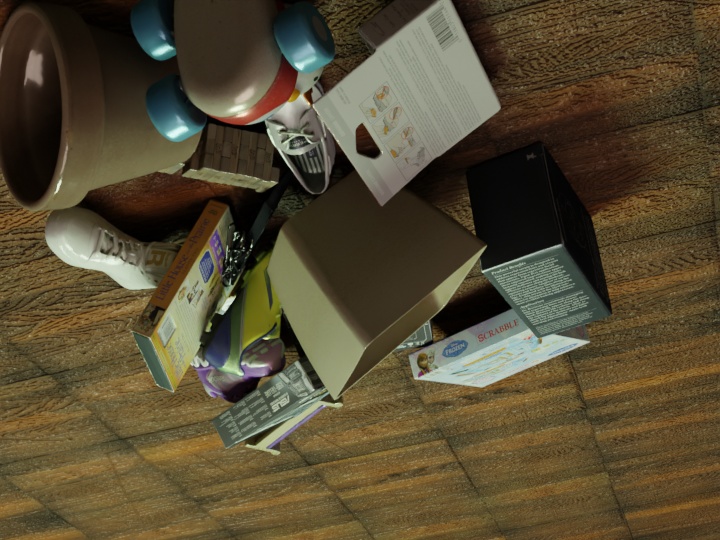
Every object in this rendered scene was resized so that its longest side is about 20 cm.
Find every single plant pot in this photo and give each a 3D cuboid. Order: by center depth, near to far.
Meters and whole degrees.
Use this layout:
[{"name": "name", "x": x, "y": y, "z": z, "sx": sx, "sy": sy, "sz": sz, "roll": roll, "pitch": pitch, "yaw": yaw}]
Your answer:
[{"name": "plant pot", "x": -0.257, "y": -0.162, "z": 1.297, "sx": 0.173, "sy": 0.202, "sz": 0.200, "roll": -3, "pitch": 152, "yaw": -35}, {"name": "plant pot", "x": 0.000, "y": 0.000, "z": 1.529, "sx": 0.199, "sy": 0.177, "sz": 0.200, "roll": -38, "pitch": 170, "yaw": -24}]

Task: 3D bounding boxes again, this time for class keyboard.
[{"name": "keyboard", "x": -0.135, "y": -0.054, "z": 1.557, "sx": 0.039, "sy": 0.105, "sz": 0.200, "roll": 29, "pitch": 145, "yaw": -3}]

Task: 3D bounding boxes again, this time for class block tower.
[{"name": "block tower", "x": -0.190, "y": -0.136, "z": 1.438, "sx": 0.198, "sy": 0.059, "sz": 0.054, "roll": 11, "pitch": 168, "yaw": -23}]

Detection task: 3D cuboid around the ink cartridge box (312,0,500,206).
[{"name": "ink cartridge box", "x": 0.045, "y": -0.185, "z": 1.354, "sx": 0.176, "sy": 0.045, "sz": 0.200, "roll": -38, "pitch": 143, "yaw": 0}]

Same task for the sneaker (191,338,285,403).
[{"name": "sneaker", "x": -0.166, "y": 0.142, "z": 1.799, "sx": 0.080, "sy": 0.089, "sz": 0.199, "roll": -22, "pitch": -169, "yaw": -38}]

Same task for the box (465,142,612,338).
[{"name": "box", "x": 0.222, "y": -0.033, "z": 1.592, "sx": 0.106, "sy": 0.150, "sz": 0.200, "roll": -19, "pitch": 145, "yaw": 20}]

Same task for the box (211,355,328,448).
[{"name": "box", "x": -0.089, "y": 0.165, "z": 1.784, "sx": 0.199, "sy": 0.050, "sz": 0.157, "roll": -36, "pitch": 170, "yaw": 36}]

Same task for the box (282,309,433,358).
[{"name": "box", "x": -0.002, "y": 0.063, "z": 1.803, "sx": 0.198, "sy": 0.049, "sz": 0.159, "roll": -9, "pitch": 147, "yaw": 4}]

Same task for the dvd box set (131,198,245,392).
[{"name": "dvd box set", "x": -0.208, "y": 0.032, "z": 1.592, "sx": 0.029, "sy": 0.201, "sz": 0.147, "roll": 19, "pitch": 153, "yaw": 16}]

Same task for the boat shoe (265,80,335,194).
[{"name": "boat shoe", "x": -0.065, "y": -0.159, "z": 1.423, "sx": 0.073, "sy": 0.067, "sz": 0.200, "roll": -14, "pitch": 147, "yaw": 13}]

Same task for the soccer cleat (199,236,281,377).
[{"name": "soccer cleat", "x": -0.125, "y": 0.044, "z": 1.633, "sx": 0.083, "sy": 0.201, "sz": 0.065, "roll": 32, "pitch": 165, "yaw": 2}]

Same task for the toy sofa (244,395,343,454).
[{"name": "toy sofa", "x": -0.094, "y": 0.209, "z": 1.987, "sx": 0.097, "sy": 0.084, "sz": 0.200, "roll": 16, "pitch": 142, "yaw": -30}]

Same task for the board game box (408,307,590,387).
[{"name": "board game box", "x": 0.204, "y": 0.113, "z": 1.876, "sx": 0.199, "sy": 0.042, "sz": 0.199, "roll": -26, "pitch": 158, "yaw": 29}]

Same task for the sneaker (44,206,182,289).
[{"name": "sneaker", "x": -0.282, "y": -0.027, "z": 1.567, "sx": 0.114, "sy": 0.075, "sz": 0.200, "roll": 2, "pitch": 164, "yaw": 30}]

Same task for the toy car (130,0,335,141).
[{"name": "toy car", "x": -0.089, "y": -0.208, "z": 1.264, "sx": 0.183, "sy": 0.179, "sz": 0.199, "roll": -24, "pitch": 156, "yaw": 23}]

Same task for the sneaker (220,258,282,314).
[{"name": "sneaker", "x": -0.142, "y": 0.043, "z": 1.729, "sx": 0.198, "sy": 0.071, "sz": 0.109, "roll": -9, "pitch": 146, "yaw": 14}]
